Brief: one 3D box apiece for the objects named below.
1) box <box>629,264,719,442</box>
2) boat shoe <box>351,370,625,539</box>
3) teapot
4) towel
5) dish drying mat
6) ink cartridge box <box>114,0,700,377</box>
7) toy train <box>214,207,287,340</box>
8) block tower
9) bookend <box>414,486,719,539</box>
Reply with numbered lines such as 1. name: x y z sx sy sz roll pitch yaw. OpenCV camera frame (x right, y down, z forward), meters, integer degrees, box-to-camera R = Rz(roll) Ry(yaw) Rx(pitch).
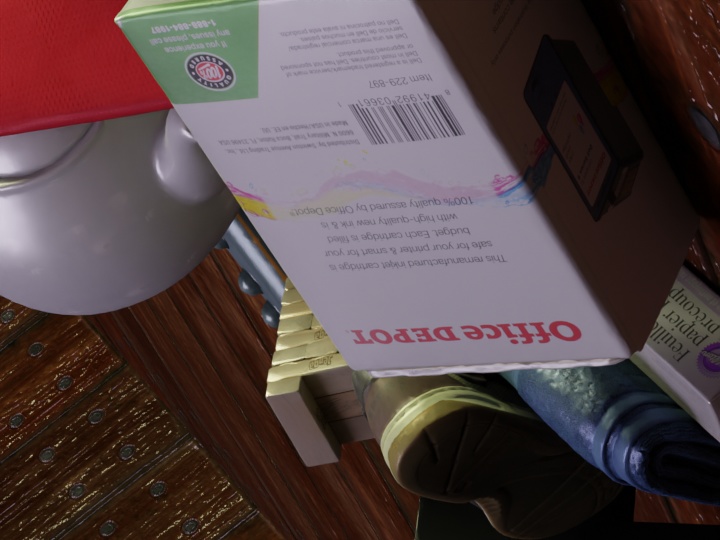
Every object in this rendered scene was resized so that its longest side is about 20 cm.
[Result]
1. box: 0.108 0.000 1.299 0.200 0.039 0.041 44 170 40
2. boat shoe: 0.062 0.074 1.381 0.201 0.072 0.066 23 -151 -58
3. teapot: -0.160 -0.082 1.524 0.146 0.200 0.197 42 -159 -58
4. towel: 0.094 0.036 1.343 0.112 0.049 0.200 12 -155 -46
5. dish drying mat: -0.148 -0.106 1.435 0.018 0.200 0.077 15 -112 -71
6. ink cartridge box: 0.022 -0.056 1.167 0.145 0.088 0.200 -4 131 38
7. toy train: -0.017 -0.020 1.607 0.200 0.114 0.085 53 170 -10
8. block tower: 0.000 0.000 1.443 0.200 0.058 0.054 -81 -30 -44
9. bookend: 0.131 0.142 1.497 0.092 0.199 0.200 68 -154 -61
